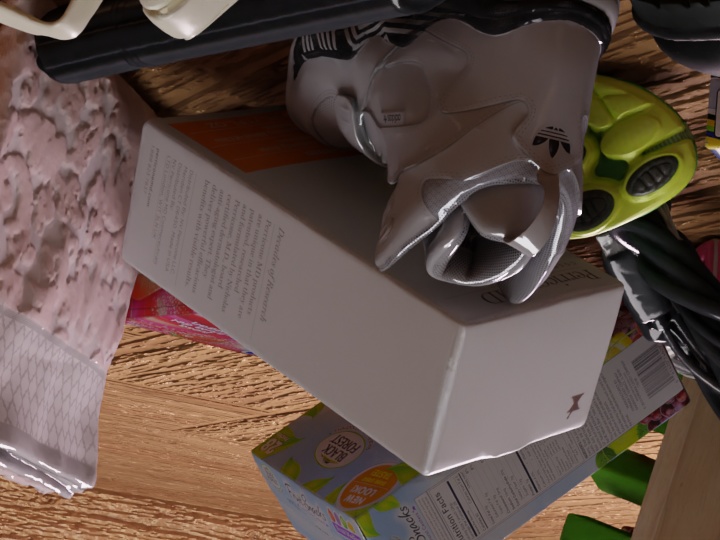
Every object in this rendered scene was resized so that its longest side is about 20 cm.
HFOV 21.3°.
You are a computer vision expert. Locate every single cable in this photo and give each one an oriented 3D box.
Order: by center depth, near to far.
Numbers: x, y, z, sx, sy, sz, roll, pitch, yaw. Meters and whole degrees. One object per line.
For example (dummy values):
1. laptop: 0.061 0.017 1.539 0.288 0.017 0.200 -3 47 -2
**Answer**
1. cable: 0.178 0.045 0.905 0.051 0.200 0.163 -30 -165 -1

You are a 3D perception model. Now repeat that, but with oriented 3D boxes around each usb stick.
1. usb stick: -0.044 -0.099 0.712 0.200 0.033 0.055 -5 -166 41

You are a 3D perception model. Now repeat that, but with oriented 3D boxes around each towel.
1. towel: -0.137 -0.006 0.834 0.032 0.192 0.200 8 168 13

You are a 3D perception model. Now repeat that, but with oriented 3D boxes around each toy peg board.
1. toy peg board: 0.240 0.134 1.287 0.199 0.201 0.098 17 -179 -40

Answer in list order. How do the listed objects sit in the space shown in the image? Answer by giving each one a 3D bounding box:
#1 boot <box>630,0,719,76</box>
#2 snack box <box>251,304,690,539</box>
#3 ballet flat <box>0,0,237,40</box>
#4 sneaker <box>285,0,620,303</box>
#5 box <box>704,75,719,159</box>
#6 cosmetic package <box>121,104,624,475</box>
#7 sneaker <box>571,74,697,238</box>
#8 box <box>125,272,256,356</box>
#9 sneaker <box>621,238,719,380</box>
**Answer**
1. boot: 0.195 -0.047 0.590 0.198 0.073 0.163 -7 127 32
2. snack box: 0.058 0.088 1.081 0.068 0.200 0.169 60 164 -18
3. ballet flat: -0.080 -0.110 0.617 0.199 0.073 0.068 2 163 21
4. sneaker: 0.023 -0.047 0.742 0.075 0.115 0.200 14 166 -27
5. box: 0.226 -0.066 0.667 0.199 0.065 0.070 0 165 31
6. cosmetic package: 0.000 0.000 0.809 0.101 0.071 0.200 -12 -146 -44
7. sneaker: 0.076 -0.046 0.863 0.083 0.074 0.200 -15 -179 -40
8. box: -0.017 -0.002 0.991 0.200 0.100 0.095 16 168 -36
9. sneaker: 0.215 0.027 1.066 0.087 0.074 0.200 12 171 -21
